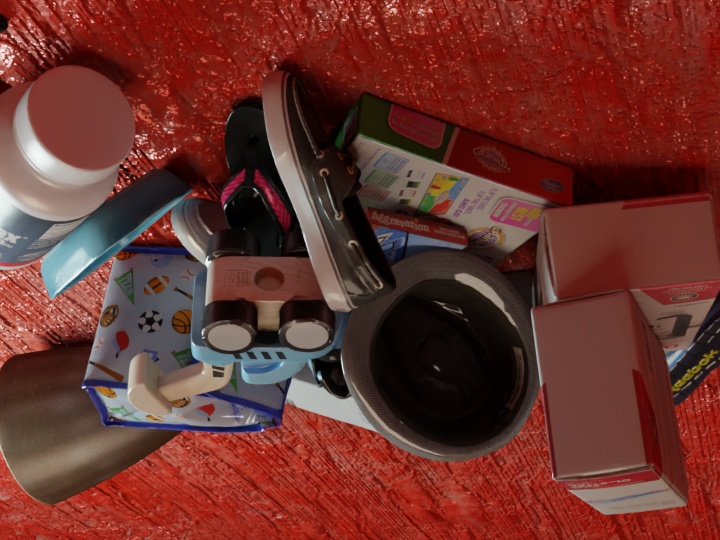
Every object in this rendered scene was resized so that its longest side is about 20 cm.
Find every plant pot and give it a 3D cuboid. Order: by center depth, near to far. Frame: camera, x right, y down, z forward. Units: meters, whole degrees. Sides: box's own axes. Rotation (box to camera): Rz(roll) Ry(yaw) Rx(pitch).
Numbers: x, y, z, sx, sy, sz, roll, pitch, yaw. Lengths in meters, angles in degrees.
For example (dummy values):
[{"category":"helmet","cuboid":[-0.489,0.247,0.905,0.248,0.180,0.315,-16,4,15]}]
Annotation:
[{"category":"plant pot","cuboid":[-0.304,0.164,1.526,0.199,0.188,0.187,-17,147,14]}]

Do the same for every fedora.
[{"category":"fedora","cuboid":[0.069,0.074,1.150,0.200,0.177,0.090,40,177,-14]}]

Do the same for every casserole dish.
[{"category":"casserole dish","cuboid":[-0.231,-0.037,1.167,0.039,0.121,0.200,53,142,-6]}]

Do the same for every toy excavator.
[{"category":"toy excavator","cuboid":[-0.113,0.064,1.114,0.193,0.100,0.201,0,141,-4]}]

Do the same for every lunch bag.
[{"category":"lunch bag","cuboid":[-0.161,0.069,1.282,0.198,0.171,0.124,5,152,8]}]

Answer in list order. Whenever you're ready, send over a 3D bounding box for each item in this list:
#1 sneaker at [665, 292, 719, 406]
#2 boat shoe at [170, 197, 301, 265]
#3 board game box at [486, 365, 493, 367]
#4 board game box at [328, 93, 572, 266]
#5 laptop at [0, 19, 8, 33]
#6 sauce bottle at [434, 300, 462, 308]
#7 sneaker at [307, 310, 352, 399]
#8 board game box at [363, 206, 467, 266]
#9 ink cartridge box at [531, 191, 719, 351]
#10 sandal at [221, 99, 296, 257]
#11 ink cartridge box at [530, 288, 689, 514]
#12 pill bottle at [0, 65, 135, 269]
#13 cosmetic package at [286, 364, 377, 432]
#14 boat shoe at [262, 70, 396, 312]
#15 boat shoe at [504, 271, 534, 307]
[{"category":"sneaker","cuboid":[0.326,0.054,1.241,0.074,0.083,0.200,20,130,-33]},{"category":"boat shoe","cuboid":[-0.084,-0.025,1.192,0.199,0.072,0.068,30,132,-34]},{"category":"board game box","cuboid":[0.108,0.101,1.307,0.157,0.039,0.200,-1,-174,4]},{"category":"board game box","cuboid":[0.059,-0.069,1.095,0.199,0.041,0.153,17,152,-19]},{"category":"laptop","cuboid":[-0.412,-0.210,0.968,0.186,0.117,0.199,-18,173,41]},{"category":"sauce bottle","cuboid":[0.040,0.024,1.258,0.066,0.067,0.199,27,146,-35]},{"category":"sneaker","cuboid":[-0.028,0.084,1.205,0.078,0.091,0.200,-5,156,4]},{"category":"board game box","cuboid":[0.000,0.000,1.155,0.102,0.020,0.200,10,153,-29]},{"category":"ink cartridge box","cuboid":[0.229,0.012,1.122,0.144,0.086,0.200,-6,161,3]},{"category":"sandal","cuboid":[-0.087,-0.051,1.085,0.075,0.045,0.201,16,129,14]},{"category":"ink cartridge box","cuboid":[0.214,0.119,1.072,0.082,0.147,0.200,-12,158,18]},{"category":"pill bottle","cuboid":[-0.269,-0.087,1.052,0.119,0.120,0.200,22,150,-27]},{"category":"cosmetic package","cuboid":[-0.064,0.103,1.382,0.199,0.074,0.102,16,158,20]},{"category":"boat shoe","cuboid":[-0.024,-0.066,1.009,0.056,0.069,0.201,-14,105,15]},{"category":"boat shoe","cuboid":[0.102,0.053,1.293,0.199,0.071,0.064,-8,149,25]}]
